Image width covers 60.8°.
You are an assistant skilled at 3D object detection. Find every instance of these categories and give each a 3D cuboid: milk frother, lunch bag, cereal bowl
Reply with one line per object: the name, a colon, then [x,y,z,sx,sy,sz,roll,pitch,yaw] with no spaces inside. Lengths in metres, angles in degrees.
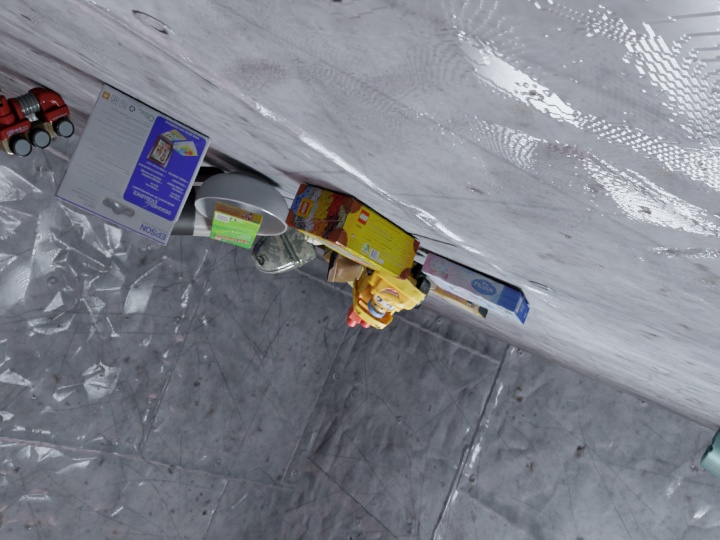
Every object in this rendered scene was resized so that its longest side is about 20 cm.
milk frother: [-0.354,-0.175,1.366,0.182,0.187,0.199,0,168,-22]
lunch bag: [-0.217,-0.060,1.703,0.142,0.165,0.200,59,175,-4]
cereal bowl: [-0.239,-0.147,1.277,0.194,0.086,0.201,11,164,3]

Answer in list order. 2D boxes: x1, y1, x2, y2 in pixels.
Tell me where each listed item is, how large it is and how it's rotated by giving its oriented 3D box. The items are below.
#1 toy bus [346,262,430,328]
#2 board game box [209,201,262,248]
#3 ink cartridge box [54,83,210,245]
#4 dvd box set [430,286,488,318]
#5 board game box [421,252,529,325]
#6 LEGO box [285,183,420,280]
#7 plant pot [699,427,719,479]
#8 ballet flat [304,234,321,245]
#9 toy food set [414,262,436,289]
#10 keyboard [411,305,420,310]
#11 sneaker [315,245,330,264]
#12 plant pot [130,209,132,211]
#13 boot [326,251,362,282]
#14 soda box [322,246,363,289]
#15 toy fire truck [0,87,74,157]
toy bus: [0.039,0.049,1.275,0.134,0.194,0.201,35,-167,-10]
board game box: [-0.265,-0.090,1.290,0.093,0.031,0.200,16,161,-13]
ink cartridge box: [-0.383,-0.175,1.044,0.194,0.205,0.043,25,174,-18]
dvd box set: [0.265,0.077,1.766,0.196,0.030,0.146,25,177,24]
board game box: [0.236,0.040,1.237,0.195,0.044,0.199,24,177,23]
LEGO box: [-0.011,-0.066,1.088,0.147,0.079,0.198,22,176,44]
plant pot: [1.240,0.631,2.009,0.194,0.204,0.199,31,-179,28]
ballet flat: [-0.099,-0.095,1.388,0.066,0.072,0.199,27,177,-18]
toy food set: [0.100,0.002,1.548,0.140,0.062,0.200,25,177,-14]
keyboard: [0.090,0.038,1.452,0.199,0.020,0.128,40,-166,-45]
sneaker: [-0.056,-0.061,1.610,0.074,0.072,0.200,3,-153,-30]
plant pot: [-0.595,-0.255,1.698,0.176,0.203,0.199,38,172,-22]
boot: [-0.026,-0.039,1.368,0.073,0.075,0.202,10,147,-6]
soda box: [0.000,0.000,1.486,0.200,0.063,0.068,45,-151,-19]
toy fire truck: [-0.812,-0.402,1.466,0.126,0.175,0.205,22,134,35]
